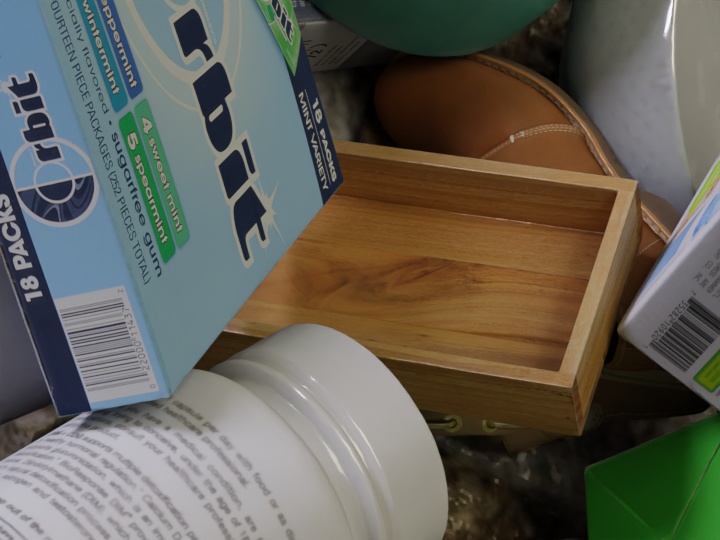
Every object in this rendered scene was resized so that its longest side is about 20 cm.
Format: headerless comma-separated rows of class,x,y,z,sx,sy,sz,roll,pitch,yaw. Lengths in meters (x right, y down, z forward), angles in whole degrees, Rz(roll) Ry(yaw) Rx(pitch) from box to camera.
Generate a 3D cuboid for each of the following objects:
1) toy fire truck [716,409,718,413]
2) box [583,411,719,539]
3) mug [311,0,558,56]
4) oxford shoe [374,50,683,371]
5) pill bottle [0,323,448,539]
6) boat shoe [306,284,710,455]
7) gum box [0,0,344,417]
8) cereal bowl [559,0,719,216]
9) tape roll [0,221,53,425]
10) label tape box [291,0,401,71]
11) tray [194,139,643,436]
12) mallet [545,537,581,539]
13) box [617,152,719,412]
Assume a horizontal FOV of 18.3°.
toy fire truck,0.225,0.036,1.005,0.200,0.049,0.142,30,64,-53
box,0.185,0.176,0.884,0.176,0.097,0.201,18,59,-34
mug,0.030,-0.177,0.902,0.184,0.114,0.153,-7,75,-31
oxford shoe,0.063,-0.031,0.926,0.071,0.072,0.200,-16,46,-38
pill bottle,-0.073,0.101,0.718,0.200,0.113,0.114,-31,88,-35
boat shoe,0.063,0.041,0.943,0.199,0.067,0.074,8,30,-20
gum box,-0.073,-0.071,0.754,0.200,0.044,0.170,-54,130,-64
cereal bowl,0.146,-0.084,1.007,0.200,0.083,0.201,0,90,-58
tape roll,-0.144,-0.046,0.782,0.066,0.200,0.201,-22,81,7
label tape box,-0.058,-0.157,0.954,0.199,0.066,0.144,-10,76,-30
tray,0.000,0.000,0.866,0.199,0.037,0.099,9,54,18
mallet,0.115,0.112,0.969,0.200,0.066,0.041,-25,89,-49
box,0.197,-0.032,0.868,0.101,0.113,0.200,37,41,1
